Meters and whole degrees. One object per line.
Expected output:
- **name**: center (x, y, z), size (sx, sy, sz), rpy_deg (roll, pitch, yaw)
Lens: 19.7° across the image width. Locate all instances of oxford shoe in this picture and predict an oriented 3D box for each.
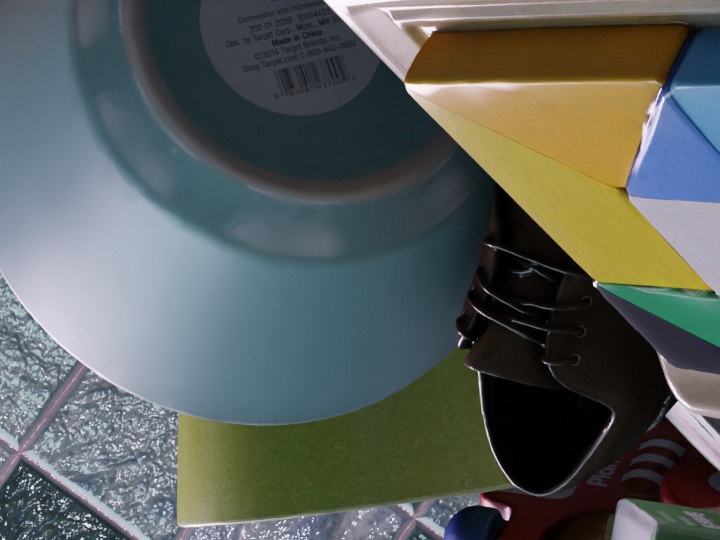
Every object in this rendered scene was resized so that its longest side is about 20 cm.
- **oxford shoe**: center (0.068, -0.006, 0.626), size (0.072, 0.084, 0.201), rpy_deg (22, 138, 29)

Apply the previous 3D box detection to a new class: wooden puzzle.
- **wooden puzzle**: center (0.092, -0.017, 0.494), size (0.184, 0.037, 0.200), rpy_deg (7, 146, 51)

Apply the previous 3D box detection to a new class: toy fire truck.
- **toy fire truck**: center (0.132, 0.123, 0.972), size (0.167, 0.113, 0.200), rpy_deg (6, -156, 22)

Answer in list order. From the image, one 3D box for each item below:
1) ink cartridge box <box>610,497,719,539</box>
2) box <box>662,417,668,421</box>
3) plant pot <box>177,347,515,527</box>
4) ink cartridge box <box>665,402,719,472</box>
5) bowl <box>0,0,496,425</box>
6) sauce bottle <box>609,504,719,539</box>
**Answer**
- **ink cartridge box**: center (0.186, 0.172, 0.753), size (0.198, 0.147, 0.088), rpy_deg (9, 179, -3)
- **box**: center (0.219, 0.123, 1.122), size (0.200, 0.125, 0.149), rpy_deg (36, 177, 20)
- **plant pot**: center (0.000, 0.000, 0.914), size (0.186, 0.202, 0.187), rpy_deg (-7, 176, 0)
- **ink cartridge box**: center (0.141, 0.029, 0.803), size (0.117, 0.067, 0.200), rpy_deg (46, -179, -1)
- **bowl**: center (-0.025, -0.060, 0.667), size (0.200, 0.201, 0.105), rpy_deg (36, 158, -2)
- **sauce bottle**: center (0.152, 0.123, 0.828), size (0.198, 0.067, 0.066), rpy_deg (-2, -179, -5)
